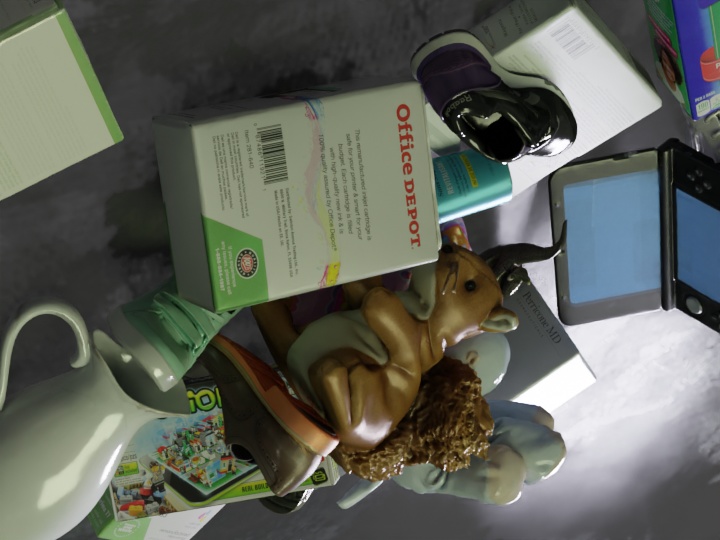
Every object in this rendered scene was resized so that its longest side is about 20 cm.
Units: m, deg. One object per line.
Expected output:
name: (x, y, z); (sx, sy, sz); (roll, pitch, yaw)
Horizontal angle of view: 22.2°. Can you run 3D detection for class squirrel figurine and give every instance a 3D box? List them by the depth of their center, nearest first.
squirrel figurine: (0.041, 0.074, 1.528); (0.186, 0.141, 0.201); (-31, 119, -15)

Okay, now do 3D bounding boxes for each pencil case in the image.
pencil case: (0.000, 0.000, 1.599); (0.199, 0.088, 0.088); (-30, 146, -2)

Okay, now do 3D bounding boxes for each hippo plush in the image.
hippo plush: (0.084, 0.112, 1.658); (0.198, 0.162, 0.159); (-4, -165, 32)

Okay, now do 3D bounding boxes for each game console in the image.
game console: (0.281, -0.009, 1.722); (0.116, 0.175, 0.201); (-34, 136, -25)

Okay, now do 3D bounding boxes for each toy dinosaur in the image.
toy dinosaur: (0.115, 0.017, 1.721); (0.077, 0.102, 0.201); (29, 106, -10)

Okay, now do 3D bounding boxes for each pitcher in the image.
pitcher: (-0.267, 0.127, 1.526); (0.200, 0.121, 0.171); (-42, 114, 12)

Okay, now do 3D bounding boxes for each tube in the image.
tube: (0.028, -0.057, 1.533); (0.198, 0.078, 0.051); (-17, 149, -13)

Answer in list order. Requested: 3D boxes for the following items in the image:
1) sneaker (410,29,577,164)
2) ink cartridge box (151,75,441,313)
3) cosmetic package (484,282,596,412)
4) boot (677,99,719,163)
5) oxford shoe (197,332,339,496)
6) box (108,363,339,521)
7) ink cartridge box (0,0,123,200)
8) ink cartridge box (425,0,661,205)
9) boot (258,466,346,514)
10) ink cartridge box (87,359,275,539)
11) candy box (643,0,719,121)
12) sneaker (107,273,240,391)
sneaker: (0.116, -0.113, 1.471); (0.076, 0.088, 0.199); (-37, 146, 25)
ink cartridge box: (-0.048, -0.063, 1.418); (0.198, 0.084, 0.146); (-13, 104, -26)
cosmetic package: (0.121, 0.116, 1.821); (0.199, 0.102, 0.071); (-35, 145, 3)
boot: (0.339, -0.138, 1.680); (0.073, 0.096, 0.200); (-31, 145, -1)
oxford shoe: (-0.096, 0.112, 1.503); (0.071, 0.200, 0.073); (35, 94, -38)
box: (-0.126, 0.147, 1.596); (0.198, 0.111, 0.035); (-11, -177, 8)
ink cartridge box: (-0.277, -0.102, 1.274); (0.199, 0.048, 0.146); (-28, 146, -7)
ink cartridge box: (0.143, -0.149, 1.559); (0.173, 0.044, 0.200); (-31, 148, 18)
boot: (-0.022, 0.135, 1.705); (0.183, 0.072, 0.200); (-61, 164, 15)
ink cartridge box: (-0.155, 0.167, 1.692); (0.200, 0.068, 0.117); (-45, 145, 18)
candy box: (0.320, -0.249, 1.523); (0.168, 0.077, 0.201); (-28, 136, -5)
sneaker: (-0.132, 0.024, 1.462); (0.118, 0.074, 0.200); (-37, -171, 6)
